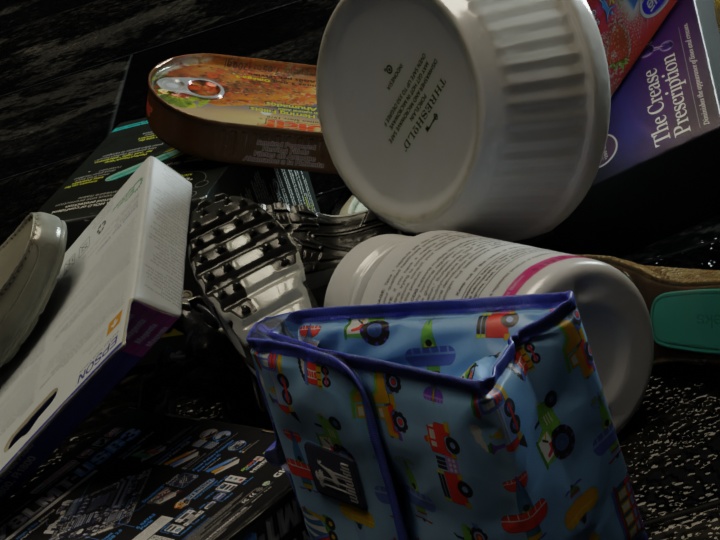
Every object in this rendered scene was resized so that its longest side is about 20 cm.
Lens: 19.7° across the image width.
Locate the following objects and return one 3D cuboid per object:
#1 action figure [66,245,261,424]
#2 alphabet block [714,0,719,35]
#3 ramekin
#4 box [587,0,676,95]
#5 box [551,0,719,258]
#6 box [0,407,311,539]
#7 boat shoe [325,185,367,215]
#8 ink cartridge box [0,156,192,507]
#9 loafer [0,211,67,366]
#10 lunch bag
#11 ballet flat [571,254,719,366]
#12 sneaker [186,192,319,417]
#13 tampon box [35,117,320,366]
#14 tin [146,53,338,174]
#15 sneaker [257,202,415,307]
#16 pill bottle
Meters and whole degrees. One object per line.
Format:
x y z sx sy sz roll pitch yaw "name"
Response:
-0.116 0.056 1.376 0.119 0.102 0.200 -24 47 -35 "action figure"
0.353 -0.116 1.254 0.196 0.200 0.195 -3 27 35 "alphabet block"
0.056 -0.113 1.320 0.094 0.203 0.202 -12 13 -39 "ramekin"
0.158 -0.214 1.410 0.095 0.100 0.200 16 64 46 "box"
0.188 -0.114 1.431 0.141 0.079 0.200 -27 40 22 "box"
-0.132 0.157 1.204 0.198 0.050 0.200 2 30 45 "box"
0.020 -0.046 1.547 0.066 0.075 0.199 -33 11 35 "boat shoe"
-0.177 0.055 1.267 0.196 0.043 0.200 -45 25 27 "ink cartridge box"
-0.256 0.038 1.308 0.200 0.070 0.070 -51 23 17 "loafer"
0.029 0.094 1.079 0.200 0.151 0.094 1 29 41 "lunch bag"
0.185 0.028 1.256 0.065 0.071 0.200 -1 7 -43 "ballet flat"
-0.051 0.043 1.271 0.066 0.091 0.200 -25 59 -19 "sneaker"
-0.133 -0.029 1.548 0.150 0.126 0.200 -9 24 20 "tampon box"
-0.056 -0.112 1.503 0.200 0.042 0.112 6 26 -9 "tin"
0.000 0.000 1.413 0.200 0.079 0.074 5 61 0 "sneaker"
0.070 0.036 1.238 0.113 0.114 0.200 -30 24 -27 "pill bottle"
